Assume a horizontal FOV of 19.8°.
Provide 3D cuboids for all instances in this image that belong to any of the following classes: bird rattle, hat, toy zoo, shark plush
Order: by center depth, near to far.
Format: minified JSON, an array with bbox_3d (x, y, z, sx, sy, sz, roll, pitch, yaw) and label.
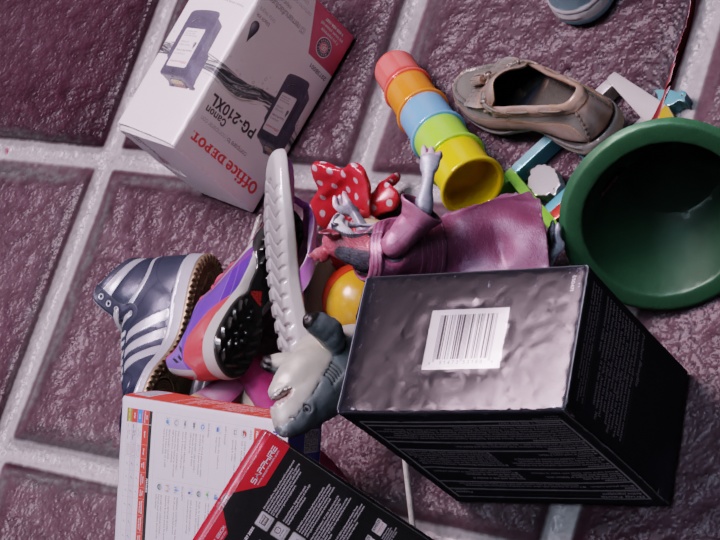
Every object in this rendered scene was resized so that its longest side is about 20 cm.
[{"bbox_3d":[0.257,-0.093,1.686,0.200,0.165,0.177,-45,16,28],"label":"hat"},{"bbox_3d":[0.003,0.092,1.695,0.091,0.199,0.084,-37,63,38],"label":"shark plush"},{"bbox_3d":[0.203,-0.081,1.748,0.200,0.020,0.131,-42,50,8],"label":"toy zoo"},{"bbox_3d":[0.000,0.000,1.792,0.200,0.112,0.164,36,104,43],"label":"bird rattle"}]

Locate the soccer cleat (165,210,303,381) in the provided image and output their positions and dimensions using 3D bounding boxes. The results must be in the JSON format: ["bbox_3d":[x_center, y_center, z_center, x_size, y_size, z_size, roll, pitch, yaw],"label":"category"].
[{"bbox_3d":[-0.108,0.019,1.836,0.073,0.068,0.201,-8,39,35],"label":"soccer cleat"}]

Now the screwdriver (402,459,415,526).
[{"bbox_3d":[0.037,0.159,1.665,0.028,0.029,0.202,-7,94,-2],"label":"screwdriver"}]

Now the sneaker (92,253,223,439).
[{"bbox_3d":[-0.204,0.074,1.898,0.108,0.070,0.202,4,62,29],"label":"sneaker"}]

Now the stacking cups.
[{"bbox_3d":[0.064,-0.133,1.828,0.060,0.060,0.201,-38,44,10],"label":"stacking cups"}]

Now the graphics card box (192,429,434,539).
[{"bbox_3d":[-0.028,0.231,1.636,0.126,0.199,0.051,-58,6,-5],"label":"graphics card box"}]

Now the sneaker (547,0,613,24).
[{"bbox_3d":[0.193,-0.333,1.815,0.079,0.130,0.202,0,66,34],"label":"sneaker"}]

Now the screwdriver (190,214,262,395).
[{"bbox_3d":[-0.124,0.040,1.881,0.029,0.028,0.202,11,72,2],"label":"screwdriver"}]

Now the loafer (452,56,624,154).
[{"bbox_3d":[0.144,-0.154,1.777,0.199,0.063,0.072,23,75,50],"label":"loafer"}]

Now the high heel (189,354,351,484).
[{"bbox_3d":[-0.052,0.144,1.786,0.199,0.068,0.096,31,44,30],"label":"high heel"}]

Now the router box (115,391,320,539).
[{"bbox_3d":[-0.124,0.213,1.731,0.178,0.049,0.202,7,94,34],"label":"router box"}]

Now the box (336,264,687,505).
[{"bbox_3d":[0.121,0.092,1.595,0.198,0.198,0.124,-2,62,32],"label":"box"}]

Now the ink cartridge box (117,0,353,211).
[{"bbox_3d":[-0.115,-0.177,1.923,0.084,0.145,0.201,23,80,38],"label":"ink cartridge box"}]

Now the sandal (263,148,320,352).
[{"bbox_3d":[-0.052,-0.005,1.785,0.082,0.049,0.205,-160,65,-74],"label":"sandal"}]

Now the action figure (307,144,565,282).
[{"bbox_3d":[0.052,-0.014,1.647,0.134,0.198,0.150,143,117,-66],"label":"action figure"}]
